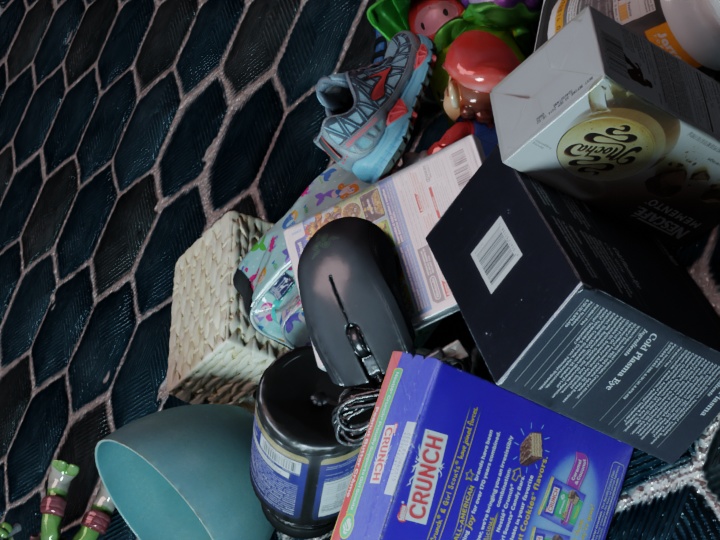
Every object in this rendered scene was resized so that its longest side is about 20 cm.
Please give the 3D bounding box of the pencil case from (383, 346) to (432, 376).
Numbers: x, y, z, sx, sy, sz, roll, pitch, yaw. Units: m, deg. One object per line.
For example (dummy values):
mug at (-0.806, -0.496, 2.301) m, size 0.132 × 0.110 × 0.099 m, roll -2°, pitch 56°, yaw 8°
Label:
pencil case at (0.058, 0.158, 1.457) m, size 0.200 × 0.078 × 0.090 m, roll -98°, pitch 16°, yaw -45°

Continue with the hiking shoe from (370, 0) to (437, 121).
hiking shoe at (0.034, -0.231, 1.796) m, size 0.087 × 0.074 × 0.200 m, roll -46°, pitch 34°, yaw 28°

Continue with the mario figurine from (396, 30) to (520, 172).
mario figurine at (0.101, -0.120, 1.528) m, size 0.106 × 0.123 × 0.200 m, roll 4°, pitch 96°, yaw 23°

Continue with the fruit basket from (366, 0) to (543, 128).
fruit basket at (0.109, -0.228, 1.621) m, size 0.216 × 0.155 × 0.216 m, roll -41°, pitch 21°, yaw 19°

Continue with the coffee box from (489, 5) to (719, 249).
coffee box at (0.214, -0.106, 1.283) m, size 0.113 × 0.200 × 0.080 m, roll -39°, pitch 41°, yaw 36°

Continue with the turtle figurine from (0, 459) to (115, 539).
turtle figurine at (-0.349, 0.322, 1.930) m, size 0.144 × 0.200 × 0.194 m, roll 9°, pitch 68°, yaw 24°

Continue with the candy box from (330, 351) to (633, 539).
candy box at (0.093, 0.175, 1.265) m, size 0.077 × 0.200 × 0.169 m, roll 3°, pitch 70°, yaw 59°

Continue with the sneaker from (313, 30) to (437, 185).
sneaker at (0.010, -0.169, 1.537) m, size 0.079 × 0.095 × 0.200 m, roll -59°, pitch 10°, yaw 42°

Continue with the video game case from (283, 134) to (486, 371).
video game case at (0.034, -0.015, 1.440) m, size 0.200 × 0.018 × 0.143 m, roll -26°, pitch 63°, yaw 20°

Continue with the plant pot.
plant pot at (-0.153, 0.212, 1.676) m, size 0.135 × 0.200 × 0.200 m, roll -39°, pitch 18°, yaw -28°

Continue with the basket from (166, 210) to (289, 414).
basket at (-0.124, 0.052, 1.785) m, size 0.136 × 0.123 × 0.200 m, roll -40°, pitch 38°, yaw 38°

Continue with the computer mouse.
computer mouse at (0.000, 0.034, 1.400) m, size 0.138 × 0.053 × 0.200 m, roll -32°, pitch 60°, yaw 18°

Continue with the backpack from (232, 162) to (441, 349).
backpack at (0.000, 0.000, 1.574) m, size 0.200 × 0.177 × 0.151 m, roll -51°, pitch 34°, yaw 9°

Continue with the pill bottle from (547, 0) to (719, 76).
pill bottle at (0.260, -0.211, 1.376) m, size 0.200 × 0.116 × 0.116 m, roll -18°, pitch 53°, yaw 53°

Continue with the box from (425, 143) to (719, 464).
box at (0.172, 0.025, 1.271) m, size 0.104 × 0.182 × 0.200 m, roll -53°, pitch 31°, yaw 21°

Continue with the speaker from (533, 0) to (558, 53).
speaker at (0.190, -0.163, 1.490) m, size 0.081 × 0.081 × 0.200 m, roll -17°, pitch 55°, yaw 53°

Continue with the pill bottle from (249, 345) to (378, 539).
pill bottle at (-0.045, 0.165, 1.518) m, size 0.200 × 0.112 × 0.112 m, roll 101°, pitch 173°, yaw -55°
